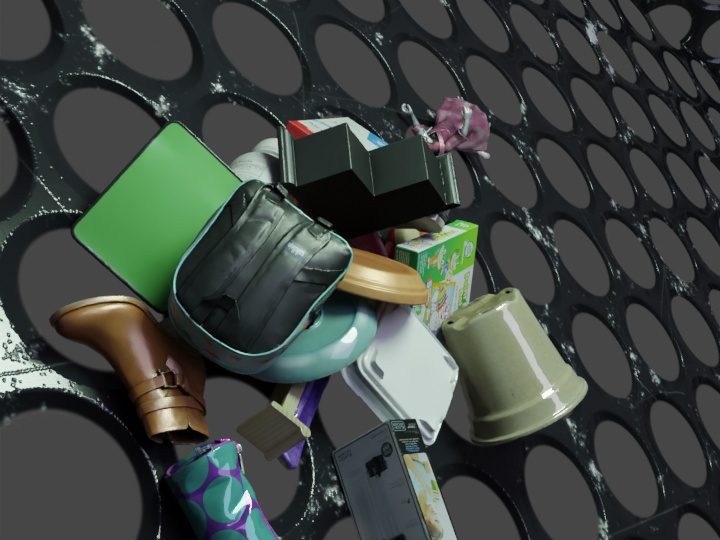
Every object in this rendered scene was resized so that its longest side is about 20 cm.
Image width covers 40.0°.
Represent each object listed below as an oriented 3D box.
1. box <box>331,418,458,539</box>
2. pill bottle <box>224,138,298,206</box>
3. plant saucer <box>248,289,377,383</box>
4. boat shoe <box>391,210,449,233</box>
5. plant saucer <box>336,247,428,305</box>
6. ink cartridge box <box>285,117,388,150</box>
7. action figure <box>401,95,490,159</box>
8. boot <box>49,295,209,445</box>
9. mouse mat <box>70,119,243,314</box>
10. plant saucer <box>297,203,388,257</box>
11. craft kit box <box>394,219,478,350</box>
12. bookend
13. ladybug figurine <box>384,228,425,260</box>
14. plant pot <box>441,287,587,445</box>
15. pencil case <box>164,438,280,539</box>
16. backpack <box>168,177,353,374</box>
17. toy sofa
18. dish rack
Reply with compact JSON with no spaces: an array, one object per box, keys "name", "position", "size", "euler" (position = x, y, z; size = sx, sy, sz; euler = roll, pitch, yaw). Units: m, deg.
[{"name":"box","position":[0.047,0.307,1.280],"size":[0.060,0.116,0.202],"euler":[8,54,-48]},{"name":"pill bottle","position":[-0.148,-0.099,1.384],"size":[0.114,0.114,0.201],"euler":[44,37,-14]},{"name":"plant saucer","position":[-0.078,0.068,1.280],"size":[0.201,0.198,0.028],"euler":[-69,155,-49]},{"name":"boat shoe","position":[0.059,-0.106,1.525],"size":[0.073,0.199,0.063],"euler":[45,68,-43]},{"name":"plant saucer","position":[0.000,0.000,1.345],"size":[0.198,0.038,0.200],"euler":[15,9,-2]},{"name":"ink cartridge box","position":[-0.049,-0.185,1.574],"size":[0.116,0.068,0.199],"euler":[36,28,24]},{"name":"action figure","position":[0.159,-0.260,1.917],"size":[0.200,0.133,0.150],"euler":[-40,136,-43]},{"name":"boot","position":[-0.256,0.120,1.124],"size":[0.199,0.076,0.157],"euler":[23,45,-50]},{"name":"mouse mat","position":[-0.240,-0.068,1.239],"size":[0.161,0.008,0.200],"euler":[43,74,-13]},{"name":"plant saucer","position":[-0.039,-0.022,1.503],"size":[0.199,0.051,0.202],"euler":[29,43,-31]},{"name":"craft kit box","position":[0.111,0.040,1.529],"size":[0.197,0.048,0.202],"euler":[-27,126,-56]},{"name":"bookend","position":[0.013,-0.143,1.389],"size":[0.200,0.197,0.093],"euler":[43,35,-57]},{"name":"ladybug figurine","position":[0.088,-0.031,1.623],"size":[0.137,0.071,0.200],"euler":[64,25,-14]},{"name":"plant pot","position":[0.220,0.136,1.515],"size":[0.200,0.199,0.185],"euler":[-36,102,-55]},{"name":"pencil case","position":[-0.135,0.287,1.106],"size":[0.092,0.085,0.201],"euler":[-30,85,-12]},{"name":"backpack","position":[-0.132,0.019,1.177],"size":[0.175,0.153,0.201],"euler":[37,58,-4]},{"name":"toy sofa","position":[-0.075,0.154,1.290],"size":[0.097,0.083,0.201],"euler":[42,37,-15]},{"name":"dish rack","position":[0.065,0.134,1.366],"size":[0.200,0.043,0.172],"euler":[50,43,-25]}]
